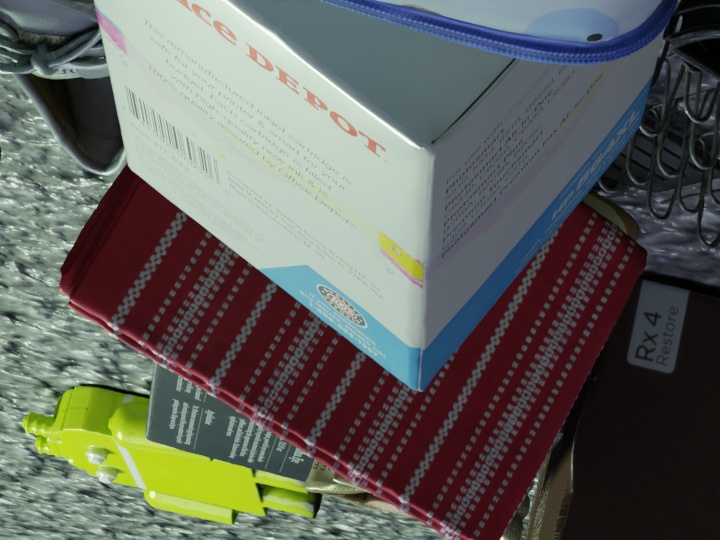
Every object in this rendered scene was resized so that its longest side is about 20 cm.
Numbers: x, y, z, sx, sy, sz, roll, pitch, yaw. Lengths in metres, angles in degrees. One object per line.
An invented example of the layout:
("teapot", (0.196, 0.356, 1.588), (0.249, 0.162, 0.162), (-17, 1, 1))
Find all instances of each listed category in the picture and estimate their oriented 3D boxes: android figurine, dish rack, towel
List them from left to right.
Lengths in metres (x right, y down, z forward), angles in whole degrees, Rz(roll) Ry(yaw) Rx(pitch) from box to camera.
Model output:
("android figurine", (-0.124, 0.123, 1.469), (0.198, 0.041, 0.182), (11, 160, 5))
("towel", (0.000, 0.000, 0.852), (0.199, 0.145, 0.022), (33, 168, -12))
("dish rack", (0.119, -0.056, 0.801), (0.153, 0.055, 0.199), (28, 157, -30))

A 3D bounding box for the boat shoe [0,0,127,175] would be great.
("boat shoe", (-0.103, -0.083, 0.813), (0.074, 0.065, 0.202), (13, 173, 2))

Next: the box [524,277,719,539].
("box", (0.170, 0.126, 1.084), (0.163, 0.167, 0.200), (14, 161, 2))

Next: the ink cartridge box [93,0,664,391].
("ink cartridge box", (0.009, -0.080, 0.638), (0.128, 0.125, 0.200), (38, 162, 14))

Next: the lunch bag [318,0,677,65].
("lunch bag", (-0.007, -0.134, 0.516), (0.198, 0.161, 0.076), (15, 151, 0))

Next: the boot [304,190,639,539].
("boot", (-0.001, 0.013, 0.903), (0.199, 0.157, 0.073), (23, 170, -9))

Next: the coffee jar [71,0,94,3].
("coffee jar", (-0.141, -0.147, 0.669), (0.198, 0.086, 0.105), (13, 135, 2))

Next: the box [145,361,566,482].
("box", (0.001, 0.032, 1.043), (0.180, 0.105, 0.200), (16, 160, -3))
